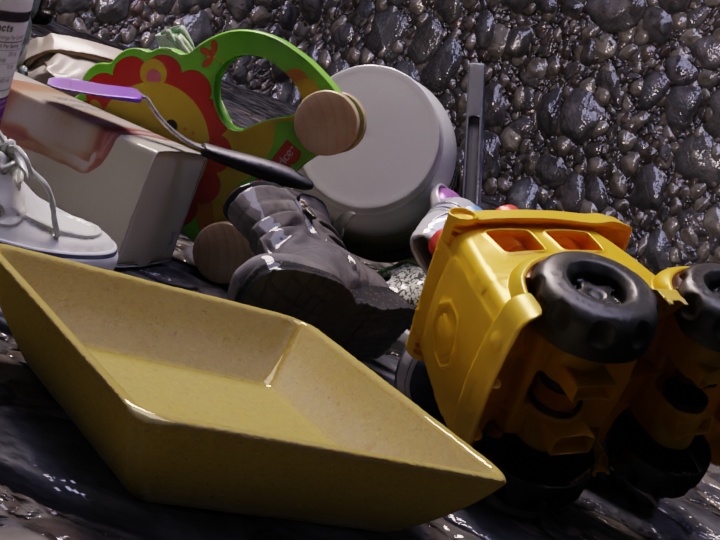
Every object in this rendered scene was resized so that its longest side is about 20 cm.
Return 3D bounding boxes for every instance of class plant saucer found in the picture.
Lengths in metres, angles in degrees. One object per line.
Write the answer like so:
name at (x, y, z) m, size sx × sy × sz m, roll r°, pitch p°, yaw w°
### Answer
plant saucer at (-0.064, 0.061, 0.606) m, size 0.198 × 0.049 × 0.199 m, roll 17°, pitch 10°, yaw -37°

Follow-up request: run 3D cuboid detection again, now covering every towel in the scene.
towel at (-0.138, -0.131, 1.218) m, size 0.202 × 0.023 × 0.152 m, roll 64°, pitch -9°, yaw -13°

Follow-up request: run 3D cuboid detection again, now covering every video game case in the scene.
video game case at (0.104, -0.070, 1.217) m, size 0.019 × 0.203 × 0.143 m, roll 2°, pitch -18°, yaw 6°

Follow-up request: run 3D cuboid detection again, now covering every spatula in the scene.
spatula at (-0.121, -0.097, 0.908) m, size 0.198 × 0.021 × 0.057 m, roll 25°, pitch 9°, yaw -18°

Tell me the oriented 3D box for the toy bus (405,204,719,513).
toy bus at (0.125, 0.027, 0.763) m, size 0.197 × 0.137 × 0.193 m, roll 0°, pitch 35°, yaw -23°

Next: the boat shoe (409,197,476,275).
boat shoe at (0.105, 0.040, 1.008) m, size 0.201 × 0.073 × 0.067 m, roll 50°, pitch 46°, yaw 1°

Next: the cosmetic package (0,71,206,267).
cosmetic package at (-0.225, -0.082, 0.936) m, size 0.198 × 0.088 × 0.103 m, roll 24°, pitch 8°, yaw 11°

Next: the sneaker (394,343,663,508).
sneaker at (0.127, 0.087, 0.831) m, size 0.145 × 0.078 × 0.201 m, roll 26°, pitch 8°, yaw 42°

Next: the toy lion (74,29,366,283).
toy lion at (-0.122, -0.101, 0.988) m, size 0.191 × 0.200 × 0.069 m, roll 41°, pitch 11°, yaw 1°

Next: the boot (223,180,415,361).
boot at (-0.054, -0.006, 0.855) m, size 0.132 × 0.070 × 0.200 m, roll 50°, pitch 12°, yaw 24°

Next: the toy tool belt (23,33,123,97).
toy tool belt at (-0.251, -0.157, 1.224) m, size 0.199 × 0.126 × 0.123 m, roll 14°, pitch 20°, yaw -49°

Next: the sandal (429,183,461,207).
sandal at (0.127, 0.008, 1.084) m, size 0.204 × 0.049 × 0.082 m, roll 57°, pitch 18°, yaw -2°

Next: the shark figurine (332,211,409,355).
shark figurine at (0.001, 0.007, 0.964) m, size 0.127 × 0.091 × 0.214 m, roll 3°, pitch 21°, yaw -42°

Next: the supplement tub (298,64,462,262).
supplement tub at (0.017, -0.093, 1.172) m, size 0.143 × 0.147 × 0.200 m, roll 23°, pitch -6°, yaw 10°

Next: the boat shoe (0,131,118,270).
boat shoe at (-0.225, -0.054, 0.764) m, size 0.200 × 0.087 × 0.074 m, roll 17°, pitch 10°, yaw -32°

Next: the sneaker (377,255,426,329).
sneaker at (0.037, 0.011, 1.129) m, size 0.087 × 0.078 × 0.200 m, roll 6°, pitch 5°, yaw -1°

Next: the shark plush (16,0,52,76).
shark plush at (-0.299, -0.174, 1.043) m, size 0.091 × 0.200 × 0.084 m, roll 37°, pitch -17°, yaw 26°

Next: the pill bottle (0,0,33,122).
pill bottle at (-0.271, -0.151, 0.825) m, size 0.110 × 0.202 × 0.112 m, roll 18°, pitch 14°, yaw -5°
